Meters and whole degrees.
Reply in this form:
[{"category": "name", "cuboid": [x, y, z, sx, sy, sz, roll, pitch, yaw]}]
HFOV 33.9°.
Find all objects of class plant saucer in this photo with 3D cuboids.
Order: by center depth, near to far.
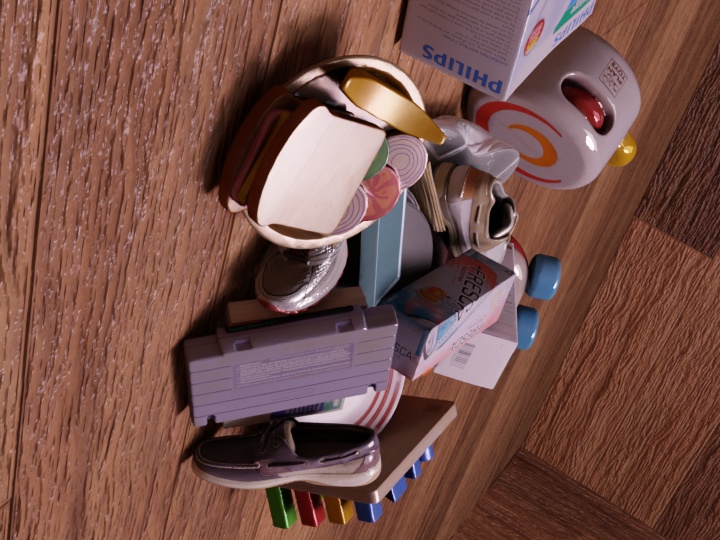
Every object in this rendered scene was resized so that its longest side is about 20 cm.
[{"category": "plant saucer", "cuboid": [0.024, -0.053, 1.133, 0.070, 0.019, 0.200, -46, 150, -44]}]

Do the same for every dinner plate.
[{"category": "dinner plate", "cuboid": [-0.031, 0.114, 1.328, 0.200, 0.024, 0.200, -4, 97, -37]}]

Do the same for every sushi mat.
[{"category": "sushi mat", "cuboid": [0.049, -0.107, 1.218, 0.012, 0.096, 0.200, -35, 161, -3]}]

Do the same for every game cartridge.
[{"category": "game cartridge", "cuboid": [-0.067, 0.089, 1.132, 0.200, 0.038, 0.130, -9, 141, -12]}]

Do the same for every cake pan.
[{"category": "cake pan", "cuboid": [0.000, 0.000, 1.221, 0.200, 0.037, 0.200, -23, 128, -33]}]

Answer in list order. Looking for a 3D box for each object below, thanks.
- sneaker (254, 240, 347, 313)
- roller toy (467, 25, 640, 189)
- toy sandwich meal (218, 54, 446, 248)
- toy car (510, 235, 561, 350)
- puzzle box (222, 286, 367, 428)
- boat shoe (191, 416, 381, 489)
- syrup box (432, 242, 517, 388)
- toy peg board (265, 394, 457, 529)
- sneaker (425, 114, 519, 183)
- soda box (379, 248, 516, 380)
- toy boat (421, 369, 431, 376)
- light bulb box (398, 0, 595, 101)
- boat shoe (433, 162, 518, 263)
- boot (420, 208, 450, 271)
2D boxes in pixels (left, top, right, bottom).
[{"category": "sneaker", "cuboid": [-0.042, -0.052, 1.105, 0.200, 0.078, 0.082, -62, 159, -18]}, {"category": "roller toy", "cuboid": [0.237, -0.202, 1.421, 0.140, 0.200, 0.182, -53, 157, -20]}, {"category": "toy sandwich meal", "cuboid": [-0.017, -0.089, 0.988, 0.205, 0.070, 0.205, -20, 133, -23]}, {"category": "toy car", "cuboid": [0.165, -0.016, 1.658, 0.200, 0.184, 0.177, -85, -170, -53]}, {"category": "puzzle box", "cuboid": [-0.072, 0.090, 1.183, 0.133, 0.025, 0.200, -7, 145, -15]}, {"category": "boat shoe", "cuboid": [-0.077, 0.186, 1.238, 0.072, 0.200, 0.065, -89, -178, -56]}, {"category": "syrup box", "cuboid": [0.138, 0.041, 1.429, 0.200, 0.081, 0.079, -84, -167, -53]}, {"category": "toy peg board", "cuboid": [-0.009, 0.236, 1.418, 0.200, 0.199, 0.098, -39, 125, -49]}, {"category": "sneaker", "cuboid": [0.096, -0.141, 1.345, 0.200, 0.080, 0.070, 6, 124, -51]}, {"category": "soda box", "cuboid": [0.089, 0.043, 1.258, 0.200, 0.064, 0.068, -29, 143, -53]}, {"category": "toy boat", "cuboid": [0.031, 0.085, 1.425, 0.200, 0.131, 0.131, -59, 164, -1]}, {"category": "light bulb box", "cuboid": [0.149, -0.303, 1.108, 0.198, 0.125, 0.200, -46, 158, -37]}, {"category": "boat shoe", "cuboid": [0.140, -0.053, 1.339, 0.200, 0.068, 0.075, 47, 57, -60]}, {"category": "boot", "cuboid": [0.075, -0.015, 1.377, 0.200, 0.072, 0.167, -19, 107, -46]}]
